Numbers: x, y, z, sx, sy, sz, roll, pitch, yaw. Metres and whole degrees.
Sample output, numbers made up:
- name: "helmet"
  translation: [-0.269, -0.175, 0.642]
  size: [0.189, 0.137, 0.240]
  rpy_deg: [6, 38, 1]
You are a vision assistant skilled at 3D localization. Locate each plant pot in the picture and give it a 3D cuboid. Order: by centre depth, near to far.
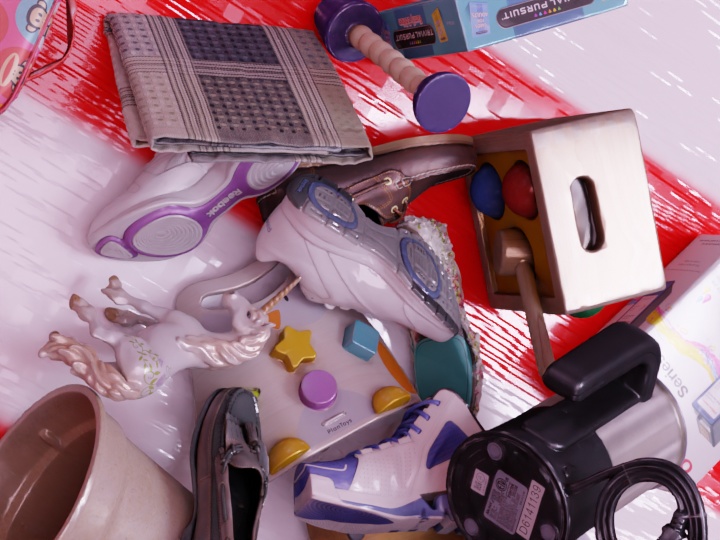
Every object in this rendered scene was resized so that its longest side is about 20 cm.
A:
- name: "plant pot"
  translation: [-0.200, 0.222, 1.515]
  size: [0.183, 0.200, 0.201]
  rpy_deg: [35, 79, -29]

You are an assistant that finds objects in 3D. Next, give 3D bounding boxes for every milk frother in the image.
- name: "milk frother"
  translation: [0.209, 0.165, 1.509]
  size: [0.200, 0.181, 0.188]
  rpy_deg: [47, 40, 18]

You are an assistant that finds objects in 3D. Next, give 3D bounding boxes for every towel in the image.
- name: "towel"
  translation: [-0.103, -0.144, 1.546]
  size: [0.191, 0.200, 0.035]
  rpy_deg: [2, 126, -21]

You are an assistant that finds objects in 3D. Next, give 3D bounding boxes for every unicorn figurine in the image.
- name: "unicorn figurine"
  translation: [-0.162, 0.054, 1.538]
  size: [0.137, 0.074, 0.200]
  rpy_deg: [28, 45, 17]

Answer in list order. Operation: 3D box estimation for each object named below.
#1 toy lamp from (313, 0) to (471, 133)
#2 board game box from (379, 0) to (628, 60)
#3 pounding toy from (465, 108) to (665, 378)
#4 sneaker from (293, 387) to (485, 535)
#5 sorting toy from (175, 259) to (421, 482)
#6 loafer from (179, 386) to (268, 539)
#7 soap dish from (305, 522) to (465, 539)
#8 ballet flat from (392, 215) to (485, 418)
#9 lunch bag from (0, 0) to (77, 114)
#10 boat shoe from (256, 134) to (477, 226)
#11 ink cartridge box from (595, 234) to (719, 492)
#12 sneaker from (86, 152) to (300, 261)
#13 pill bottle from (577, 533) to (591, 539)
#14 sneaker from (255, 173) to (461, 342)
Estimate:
- name: "toy lamp"
  translation: [0.020, -0.179, 1.575]
  size: [0.058, 0.200, 0.059]
  rpy_deg: [-15, 122, -24]
- name: "board game box"
  translation: [0.111, -0.218, 1.603]
  size: [0.150, 0.200, 0.047]
  rpy_deg: [-18, 99, -19]
- name: "pounding toy"
  translation: [0.163, -0.025, 1.634]
  size: [0.141, 0.184, 0.201]
  rpy_deg: [-13, 95, -19]
- name: "sneaker"
  translation: [0.038, 0.157, 1.582]
  size: [0.198, 0.081, 0.116]
  rpy_deg: [6, 68, -20]
- name: "sorting toy"
  translation: [-0.065, 0.072, 1.612]
  size: [0.199, 0.107, 0.181]
  rpy_deg: [-27, 81, -18]
- name: "loafer"
  translation: [-0.095, 0.178, 1.481]
  size: [0.072, 0.063, 0.201]
  rpy_deg: [39, 45, -38]
- name: "soap dish"
  translation: [0.064, 0.251, 1.656]
  size: [0.199, 0.081, 0.158]
  rpy_deg: [-16, 97, -18]
- name: "ballet flat"
  translation: [0.076, 0.045, 1.668]
  size: [0.064, 0.075, 0.201]
  rpy_deg: [-27, 108, -52]
- name: "lunch bag"
  translation: [-0.306, -0.223, 1.512]
  size: [0.176, 0.082, 0.201]
  rpy_deg: [28, 81, -19]
- name: "boat shoe"
  translation: [0.008, -0.069, 1.633]
  size: [0.199, 0.070, 0.071]
  rpy_deg: [-11, 74, -11]
- name: "ink cartridge box"
  translation: [0.303, 0.085, 1.740]
  size: [0.200, 0.087, 0.146]
  rpy_deg: [-41, 104, -13]
- name: "sneaker"
  translation: [-0.144, -0.079, 1.588]
  size: [0.199, 0.100, 0.075]
  rpy_deg: [-31, 143, 0]
- name: "pill bottle"
  translation: [0.099, 0.288, 1.563]
  size: [0.199, 0.120, 0.120]
  rpy_deg: [-16, 96, -18]
- name: "sneaker"
  translation: [0.000, 0.000, 1.592]
  size: [0.200, 0.075, 0.087]
  rpy_deg: [36, 123, -18]
